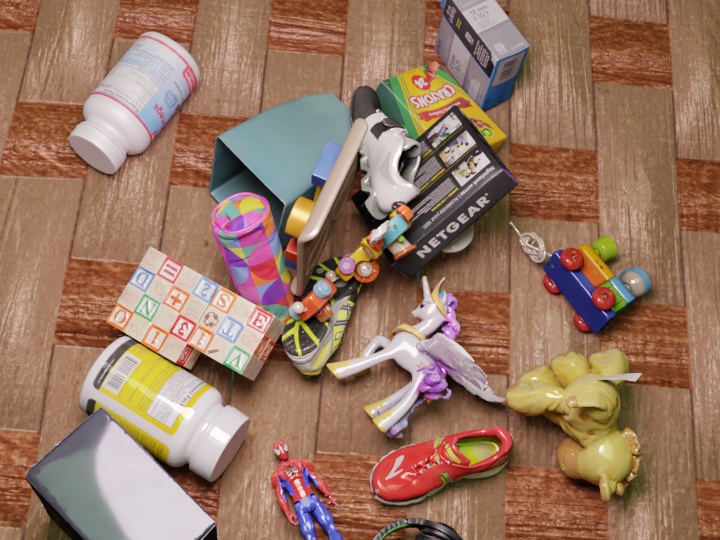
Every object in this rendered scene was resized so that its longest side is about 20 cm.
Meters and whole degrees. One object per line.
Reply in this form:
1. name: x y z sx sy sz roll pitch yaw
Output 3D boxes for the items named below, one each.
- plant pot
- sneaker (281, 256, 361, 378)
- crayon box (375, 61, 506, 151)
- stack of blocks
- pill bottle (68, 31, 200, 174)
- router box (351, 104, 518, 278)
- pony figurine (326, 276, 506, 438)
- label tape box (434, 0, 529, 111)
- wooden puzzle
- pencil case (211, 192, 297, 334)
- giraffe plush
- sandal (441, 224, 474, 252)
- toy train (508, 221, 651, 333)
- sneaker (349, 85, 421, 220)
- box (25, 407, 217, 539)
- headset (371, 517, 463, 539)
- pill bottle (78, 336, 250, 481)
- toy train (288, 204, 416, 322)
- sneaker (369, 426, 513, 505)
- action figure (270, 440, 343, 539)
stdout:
1. plant pot: -0.089 -0.152 1.623 0.200 0.141 0.141 -37 74 -27
2. sneaker: -0.049 0.060 1.569 0.075 0.077 0.200 13 48 24
3. crayon box: 0.125 -0.212 1.690 0.127 0.051 0.200 -28 70 -40
4. stack of blocks: -0.214 0.069 1.491 0.200 0.059 0.115 27 83 16
5. pill bottle: -0.329 -0.240 1.655 0.109 0.109 0.200 30 67 8
6. router box: 0.097 -0.109 1.568 0.200 0.051 0.149 -41 49 13
7. pony figurine: 0.086 0.126 1.518 0.200 0.167 0.193 -40 67 -4
8. label tape box: 0.163 -0.361 1.729 0.066 0.143 0.200 -29 72 -17
9. wooden puzzle: -0.053 -0.083 1.472 0.046 0.200 0.186 24 67 2
10. pencil case: -0.139 -0.006 1.520 0.088 0.200 0.089 -7 40 6
11. giraffe plush: 0.304 0.207 1.498 0.172 0.200 0.163 -23 103 -27
12. sandal: 0.103 -0.094 1.657 0.079 0.059 0.207 0 49 -23
13. toy train: 0.316 -0.018 1.629 0.116 0.085 0.200 -27 71 -27
14. sneaker: 0.043 -0.173 1.563 0.088 0.074 0.201 -24 65 28
15. box: -0.279 0.298 1.371 0.200 0.197 0.124 42 69 13
16. headset: 0.105 0.370 1.427 0.199 0.094 0.124 2 66 -10
17. pill bottle: -0.250 0.181 1.471 0.200 0.114 0.114 30 67 9
18. toy train: 0.000 0.000 1.487 0.056 0.200 0.150 47 33 -3
19. sneaker: 0.106 0.243 1.488 0.199 0.085 0.077 -18 68 -12
20. action figure: -0.064 0.308 1.469 0.065 0.052 0.200 -26 69 -10
